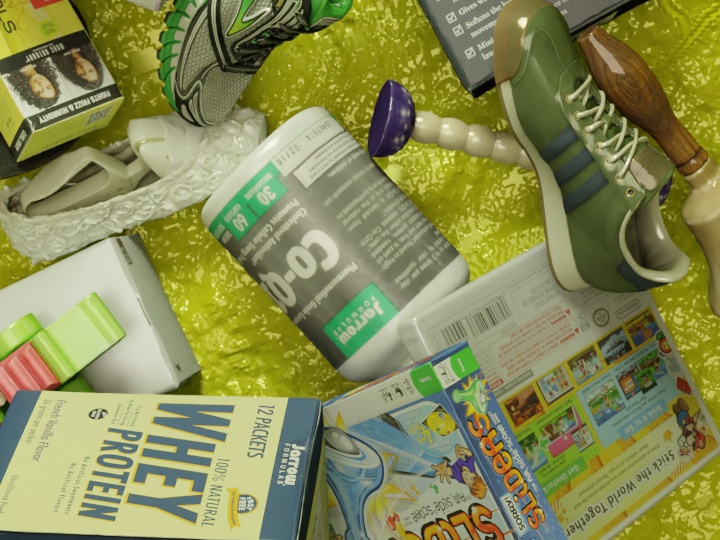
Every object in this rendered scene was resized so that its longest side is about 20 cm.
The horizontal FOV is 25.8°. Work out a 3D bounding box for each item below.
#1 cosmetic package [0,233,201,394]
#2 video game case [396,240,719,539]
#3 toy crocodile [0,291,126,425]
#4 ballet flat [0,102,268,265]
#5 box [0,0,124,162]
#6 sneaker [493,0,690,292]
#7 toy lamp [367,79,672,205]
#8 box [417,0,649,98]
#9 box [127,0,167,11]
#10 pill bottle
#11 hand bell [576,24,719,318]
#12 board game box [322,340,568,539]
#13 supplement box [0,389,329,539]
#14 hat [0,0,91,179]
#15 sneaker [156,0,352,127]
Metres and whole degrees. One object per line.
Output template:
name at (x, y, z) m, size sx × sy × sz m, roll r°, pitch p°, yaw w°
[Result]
cosmetic package at (-0.223, 0.065, 1.076) m, size 0.199 × 0.081 × 0.114 m, roll -23°, pitch 91°, yaw 5°
video game case at (0.133, 0.077, 1.004) m, size 0.023 × 0.199 × 0.183 m, roll -26°, pitch 91°, yaw 51°
toy crocodile at (-0.239, 0.084, 1.008) m, size 0.199 × 0.062 × 0.068 m, roll -32°, pitch 92°, yaw 6°
ballet flat at (-0.157, -0.065, 1.060) m, size 0.199 × 0.072 × 0.072 m, roll -26°, pitch 90°, yaw 7°
box at (-0.236, -0.176, 1.026) m, size 0.075 × 0.050 × 0.201 m, roll -25°, pitch 82°, yaw -32°
sneaker at (0.148, -0.071, 0.947) m, size 0.089 × 0.067 × 0.201 m, roll 8°, pitch 129°, yaw 39°
toy lamp at (0.107, -0.078, 1.029) m, size 0.198 × 0.058 × 0.059 m, roll 12°, pitch 95°, yaw -13°
box at (0.088, -0.235, 1.013) m, size 0.148 × 0.107 × 0.201 m, roll -28°, pitch 91°, yaw 7°
box at (-0.104, -0.235, 0.997) m, size 0.038 × 0.201 × 0.042 m, roll 20°, pitch 133°, yaw 5°
pill bottle at (0.000, 0.000, 1.032) m, size 0.113 × 0.113 × 0.200 m, roll -44°, pitch 88°, yaw 6°
hand bell at (0.203, -0.074, 0.983) m, size 0.104 × 0.104 × 0.200 m, roll -41°, pitch 107°, yaw 6°
board game box at (0.028, 0.133, 0.967) m, size 0.034 × 0.200 × 0.136 m, roll -27°, pitch 88°, yaw -37°
supplement box at (-0.121, 0.195, 0.963) m, size 0.198 × 0.135 × 0.201 m, roll 1°, pitch 121°, yaw 5°
hat at (-0.284, -0.130, 1.061) m, size 0.199 × 0.081 × 0.202 m, roll 13°, pitch 61°, yaw -24°
sneaker at (-0.059, -0.167, 0.989) m, size 0.085 × 0.078 × 0.200 m, roll 44°, pitch 121°, yaw 16°
